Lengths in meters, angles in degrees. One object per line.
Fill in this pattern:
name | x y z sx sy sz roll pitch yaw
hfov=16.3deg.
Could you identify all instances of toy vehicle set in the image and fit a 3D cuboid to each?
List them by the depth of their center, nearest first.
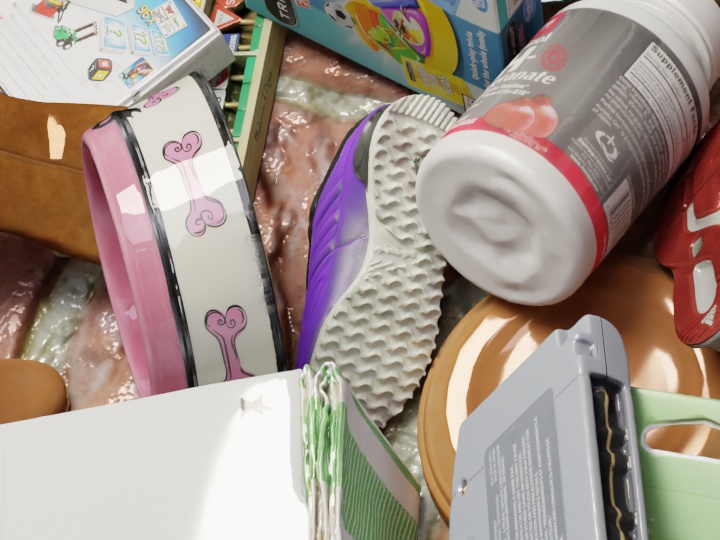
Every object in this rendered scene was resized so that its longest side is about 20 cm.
toy vehicle set | -0.117 -0.100 1.566 0.123 0.027 0.201 -1 59 18

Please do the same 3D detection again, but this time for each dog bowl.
dog bowl | -0.100 -0.004 1.387 0.073 0.201 0.201 -14 54 -9

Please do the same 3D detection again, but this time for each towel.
towel | 0.007 0.165 1.283 0.023 0.153 0.201 -13 55 14

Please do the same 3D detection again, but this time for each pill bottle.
pill bottle | 0.126 -0.082 1.407 0.110 0.111 0.200 21 50 28

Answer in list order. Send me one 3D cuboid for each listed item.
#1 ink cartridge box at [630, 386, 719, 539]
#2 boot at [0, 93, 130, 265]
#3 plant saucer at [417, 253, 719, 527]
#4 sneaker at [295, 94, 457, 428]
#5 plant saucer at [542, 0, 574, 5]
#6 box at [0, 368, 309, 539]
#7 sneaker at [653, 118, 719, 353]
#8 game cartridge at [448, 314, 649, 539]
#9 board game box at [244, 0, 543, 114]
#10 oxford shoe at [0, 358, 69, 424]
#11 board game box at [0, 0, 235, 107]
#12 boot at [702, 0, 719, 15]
ink cartridge box | 0.159 0.167 1.261 0.103 0.059 0.201 8 77 21
boot | -0.220 -0.022 1.481 0.199 0.069 0.190 13 71 -9
plant saucer | 0.124 0.074 1.372 0.199 0.038 0.201 -9 57 14
sneaker | 0.001 0.000 1.445 0.099 0.069 0.202 4 77 64
plant saucer | 0.126 -0.238 1.566 0.198 0.036 0.201 -8 58 14
box | -0.102 0.181 1.323 0.198 0.131 0.200 -10 56 12
sneaker | 0.228 0.001 1.375 0.078 0.115 0.201 -50 17 35
game cartridge | 0.091 0.137 1.252 0.133 0.040 0.201 -44 35 40
board game box | 0.012 -0.174 1.476 0.199 0.151 0.047 28 67 22
oxford shoe | -0.246 0.075 1.421 0.199 0.071 0.072 -7 56 -37
board game box | -0.182 -0.160 1.586 0.126 0.035 0.200 -37 55 -5
boot | 0.291 -0.208 1.469 0.198 0.073 0.156 -6 58 13
